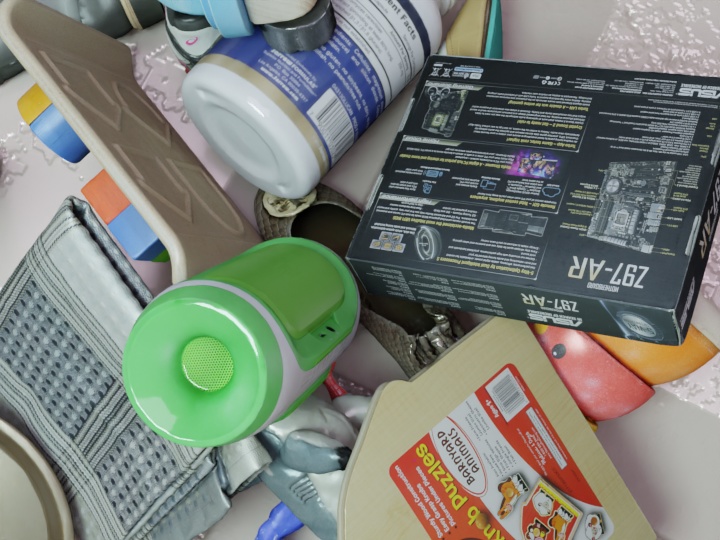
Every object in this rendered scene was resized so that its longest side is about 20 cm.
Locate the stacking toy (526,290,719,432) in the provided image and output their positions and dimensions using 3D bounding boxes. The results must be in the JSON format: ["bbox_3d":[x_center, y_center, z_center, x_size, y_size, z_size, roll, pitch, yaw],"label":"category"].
[{"bbox_3d":[0.128,0.068,0.805,0.146,0.146,0.200,40,95,6],"label":"stacking toy"}]

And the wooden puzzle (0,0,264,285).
[{"bbox_3d":[-0.142,-0.066,0.788,0.046,0.185,0.200,-36,82,10],"label":"wooden puzzle"}]

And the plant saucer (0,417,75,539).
[{"bbox_3d":[-0.279,0.174,0.781,0.200,0.029,0.200,0,93,-7],"label":"plant saucer"}]

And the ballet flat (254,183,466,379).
[{"bbox_3d":[0.000,0.000,0.823,0.067,0.046,0.200,-36,66,-14],"label":"ballet flat"}]

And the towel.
[{"bbox_3d":[-0.161,0.086,0.760,0.200,0.193,0.035,52,39,8],"label":"towel"}]

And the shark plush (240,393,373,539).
[{"bbox_3d":[-0.071,0.107,0.746,0.200,0.091,0.083,17,110,4],"label":"shark plush"}]

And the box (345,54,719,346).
[{"bbox_3d":[0.111,-0.048,0.743,0.200,0.044,0.160,9,62,26],"label":"box"}]

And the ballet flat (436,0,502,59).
[{"bbox_3d":[0.067,-0.102,0.859,0.063,0.069,0.200,-2,76,12],"label":"ballet flat"}]

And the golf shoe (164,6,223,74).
[{"bbox_3d":[-0.096,-0.236,0.866,0.072,0.092,0.200,1,76,5],"label":"golf shoe"}]

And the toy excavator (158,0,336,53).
[{"bbox_3d":[-0.121,-0.227,0.769,0.200,0.100,0.195,-5,60,4],"label":"toy excavator"}]

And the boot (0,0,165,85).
[{"bbox_3d":[-0.239,-0.239,0.874,0.138,0.077,0.200,-26,79,-2],"label":"boot"}]

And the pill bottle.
[{"bbox_3d":[-0.016,-0.153,0.836,0.111,0.111,0.200,39,70,6],"label":"pill bottle"}]

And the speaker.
[{"bbox_3d":[-0.057,0.033,0.682,0.088,0.200,0.089,2,99,12],"label":"speaker"}]

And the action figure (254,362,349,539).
[{"bbox_3d":[-0.047,0.125,0.804,0.200,0.065,0.099,-38,80,-7],"label":"action figure"}]

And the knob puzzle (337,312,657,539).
[{"bbox_3d":[0.062,0.148,0.721,0.219,0.030,0.220,5,79,-28],"label":"knob puzzle"}]
